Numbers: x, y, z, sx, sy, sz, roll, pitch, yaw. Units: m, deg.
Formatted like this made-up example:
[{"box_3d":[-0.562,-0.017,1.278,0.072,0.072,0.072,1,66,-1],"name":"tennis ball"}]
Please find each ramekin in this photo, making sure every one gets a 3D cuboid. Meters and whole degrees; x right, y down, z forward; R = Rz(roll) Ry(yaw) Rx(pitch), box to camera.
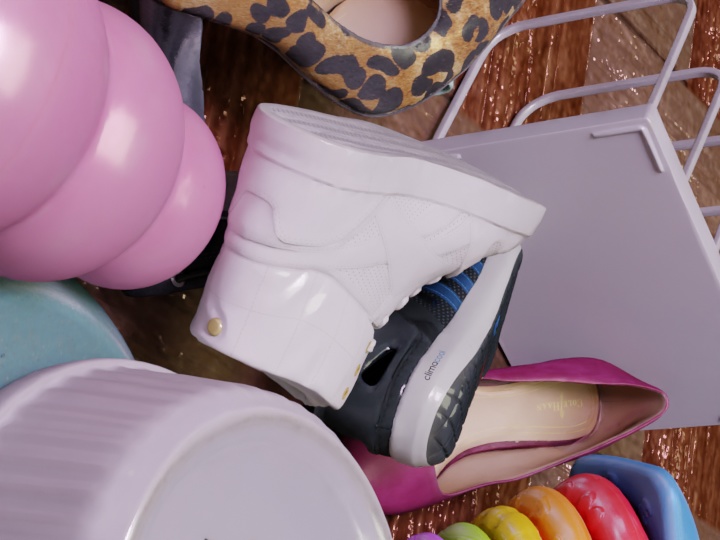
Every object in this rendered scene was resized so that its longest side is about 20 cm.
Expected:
[{"box_3d":[-0.067,0.131,0.732,0.202,0.094,0.204,8,80,-50],"name":"ramekin"}]

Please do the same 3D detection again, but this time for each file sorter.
[{"box_3d":[0.143,-0.028,1.084,0.201,0.138,0.125,61,39,-30],"name":"file sorter"}]

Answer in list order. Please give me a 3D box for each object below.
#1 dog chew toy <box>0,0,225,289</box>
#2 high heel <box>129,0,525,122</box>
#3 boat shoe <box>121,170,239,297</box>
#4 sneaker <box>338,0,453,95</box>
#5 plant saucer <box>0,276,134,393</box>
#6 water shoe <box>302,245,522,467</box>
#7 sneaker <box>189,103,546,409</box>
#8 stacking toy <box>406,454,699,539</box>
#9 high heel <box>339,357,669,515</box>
[{"box_3d":[-0.122,-0.053,0.729,0.200,0.124,0.125,34,60,-52],"name":"dog chew toy"},{"box_3d":[-0.005,-0.133,0.840,0.199,0.072,0.143,-21,142,-21],"name":"high heel"},{"box_3d":[-0.033,-0.007,0.895,0.199,0.070,0.067,6,90,-54],"name":"boat shoe"},{"box_3d":[0.037,-0.145,0.997,0.200,0.073,0.119,-12,90,-45],"name":"sneaker"},{"box_3d":[-0.137,0.082,0.755,0.199,0.036,0.202,9,78,-50],"name":"plant saucer"},{"box_3d":[0.027,0.023,0.965,0.200,0.078,0.072,-56,161,-67],"name":"water shoe"},{"box_3d":[0.000,0.000,0.850,0.200,0.073,0.116,7,107,-56],"name":"sneaker"},{"box_3d":[0.055,0.159,0.960,0.199,0.110,0.117,-6,91,-22],"name":"stacking toy"},{"box_3d":[0.071,0.078,1.004,0.200,0.096,0.068,-21,104,-53],"name":"high heel"}]
